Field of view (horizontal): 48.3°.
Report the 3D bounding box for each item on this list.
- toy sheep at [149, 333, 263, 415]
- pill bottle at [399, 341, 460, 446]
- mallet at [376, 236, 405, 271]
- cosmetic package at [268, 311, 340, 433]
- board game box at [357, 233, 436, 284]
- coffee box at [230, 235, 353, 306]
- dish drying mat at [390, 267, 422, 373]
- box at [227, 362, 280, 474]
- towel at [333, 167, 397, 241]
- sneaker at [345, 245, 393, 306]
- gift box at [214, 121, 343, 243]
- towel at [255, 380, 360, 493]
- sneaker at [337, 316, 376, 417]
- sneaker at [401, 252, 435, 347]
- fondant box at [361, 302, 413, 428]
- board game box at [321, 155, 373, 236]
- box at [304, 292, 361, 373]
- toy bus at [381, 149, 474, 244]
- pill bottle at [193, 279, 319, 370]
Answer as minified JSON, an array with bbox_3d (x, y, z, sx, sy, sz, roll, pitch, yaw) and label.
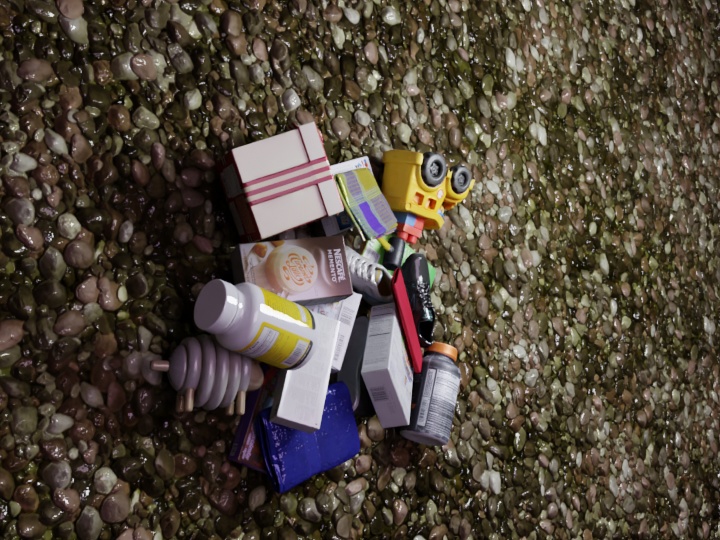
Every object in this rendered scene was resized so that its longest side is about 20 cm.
[{"bbox_3d":[-0.253,0.171,1.341,0.197,0.137,0.141,10,76,-32],"label":"toy sheep"},{"bbox_3d":[0.151,0.255,1.680,0.105,0.105,0.203,28,65,-33],"label":"pill bottle"},{"bbox_3d":[0.033,-0.081,1.618,0.201,0.041,0.067,52,47,-40],"label":"mallet"},{"bbox_3d":[-0.097,0.175,1.412,0.081,0.051,0.203,20,62,-16],"label":"cosmetic package"},{"bbox_3d":[0.080,-0.012,1.716,0.199,0.030,0.097,37,62,-27],"label":"board game box"},{"bbox_3d":[-0.124,0.006,1.441,0.197,0.080,0.117,-7,80,-24],"label":"coffee box"},{"bbox_3d":[0.092,0.101,1.609,0.077,0.018,0.203,-68,145,-63],"label":"dish drying mat"},{"bbox_3d":[-0.148,0.269,1.468,0.136,0.039,0.203,31,64,-33],"label":"box"},{"bbox_3d":[0.012,-0.131,1.550,0.145,0.023,0.200,63,21,0],"label":"towel"},{"bbox_3d":[0.000,0.000,1.611,0.199,0.080,0.078,34,64,-30],"label":"sneaker"},{"bbox_3d":[-0.145,-0.162,1.449,0.184,0.199,0.188,-20,100,-19],"label":"gift box"},{"bbox_3d":[-0.095,0.297,1.455,0.198,0.049,0.151,-15,96,-39],"label":"towel"},{"bbox_3d":[0.005,0.199,1.599,0.099,0.070,0.203,39,50,-47],"label":"sneaker"},{"bbox_3d":[0.129,0.064,1.683,0.074,0.079,0.204,-6,100,-28],"label":"sneaker"},{"bbox_3d":[0.057,0.182,1.562,0.201,0.057,0.146,-77,153,-54],"label":"fondant box"},{"bbox_3d":[-0.025,-0.152,1.609,0.199,0.034,0.128,-26,100,-58],"label":"board game box"},{"bbox_3d":[-0.110,0.082,1.493,0.197,0.041,0.158,23,67,-17],"label":"box"},{"bbox_3d":[0.133,-0.149,1.726,0.198,0.135,0.196,15,86,-40],"label":"toy bus"},{"bbox_3d":[-0.169,0.086,1.309,0.199,0.110,0.113,28,65,-43],"label":"pill bottle"}]
